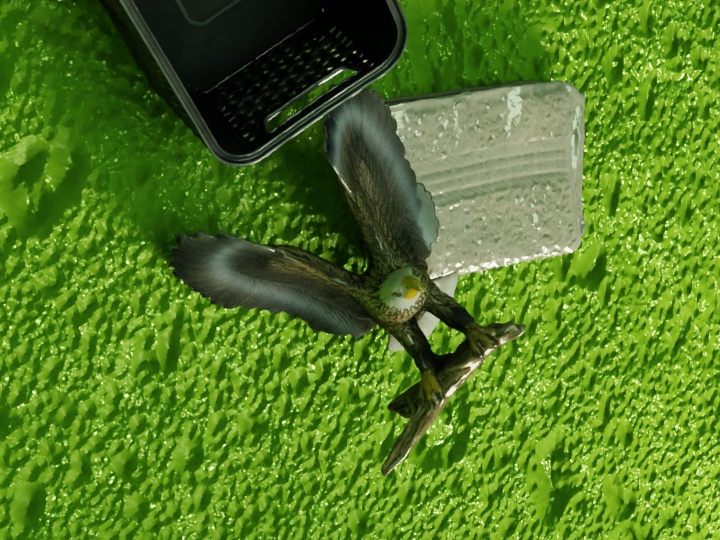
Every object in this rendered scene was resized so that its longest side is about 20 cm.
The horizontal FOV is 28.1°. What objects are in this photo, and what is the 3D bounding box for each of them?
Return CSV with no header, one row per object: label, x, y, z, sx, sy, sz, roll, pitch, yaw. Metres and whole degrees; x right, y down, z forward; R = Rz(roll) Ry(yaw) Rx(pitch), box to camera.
towel,0.085,-0.063,1.013,0.200,0.034,0.133,-13,108,-35
eagle figurine,0.003,-0.002,0.896,0.200,0.151,0.152,43,48,-7
storage bin,-0.076,-0.176,0.785,0.135,0.094,0.200,-35,132,-8
